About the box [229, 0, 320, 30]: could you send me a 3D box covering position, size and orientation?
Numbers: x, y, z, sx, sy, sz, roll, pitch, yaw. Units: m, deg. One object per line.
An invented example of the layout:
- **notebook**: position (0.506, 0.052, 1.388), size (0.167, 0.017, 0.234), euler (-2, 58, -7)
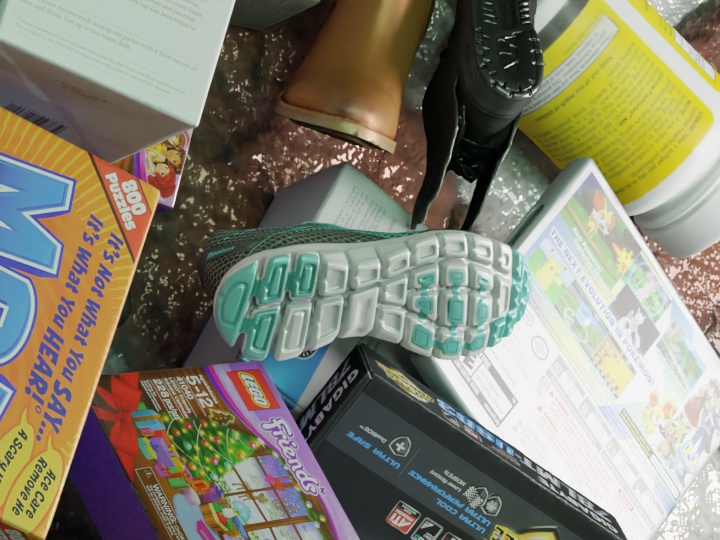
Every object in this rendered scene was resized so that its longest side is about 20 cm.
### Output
- **box**: position (-0.124, -0.194, 1.631), size (0.199, 0.082, 0.069), euler (9, 76, -31)

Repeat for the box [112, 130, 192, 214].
- **box**: position (-0.145, -0.146, 1.540), size (0.136, 0.039, 0.201), euler (20, 73, -27)

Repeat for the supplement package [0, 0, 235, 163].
- **supplement package**: position (-0.131, -0.176, 1.459), size (0.121, 0.120, 0.201), euler (23, 72, -23)

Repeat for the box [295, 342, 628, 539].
- **box**: position (0.018, 0.174, 1.597), size (0.200, 0.050, 0.199), euler (35, 100, -20)

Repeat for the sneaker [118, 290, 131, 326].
- **sneaker**: position (-0.146, -0.067, 1.594), size (0.088, 0.074, 0.201), euler (-13, 87, -31)

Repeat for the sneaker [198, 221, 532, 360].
- **sneaker**: position (0.000, 0.000, 1.562), size (0.199, 0.091, 0.078), euler (3, 111, -27)

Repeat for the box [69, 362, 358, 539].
- **box**: position (-0.064, 0.142, 1.461), size (0.136, 0.039, 0.201), euler (-3, 56, -48)

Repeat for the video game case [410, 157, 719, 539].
- **video game case**: position (0.134, 0.066, 1.671), size (0.182, 0.022, 0.200), euler (-49, 115, -32)

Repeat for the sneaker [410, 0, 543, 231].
- **sneaker**: position (0.069, -0.124, 1.659), size (0.060, 0.104, 0.201), euler (15, 52, -13)

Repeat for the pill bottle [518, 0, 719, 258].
- **pill bottle**: position (0.161, -0.108, 1.770), size (0.200, 0.114, 0.115), euler (43, 61, -17)

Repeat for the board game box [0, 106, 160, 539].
- **board game box**: position (-0.252, 0.033, 1.409), size (0.199, 0.200, 0.201), euler (27, 59, -19)

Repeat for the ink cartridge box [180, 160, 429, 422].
- **ink cartridge box**: position (0.014, 0.058, 1.660), size (0.200, 0.086, 0.147), euler (40, 62, -21)

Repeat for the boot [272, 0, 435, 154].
- **boot**: position (0.016, -0.155, 1.623), size (0.076, 0.200, 0.156), euler (23, 105, 5)
